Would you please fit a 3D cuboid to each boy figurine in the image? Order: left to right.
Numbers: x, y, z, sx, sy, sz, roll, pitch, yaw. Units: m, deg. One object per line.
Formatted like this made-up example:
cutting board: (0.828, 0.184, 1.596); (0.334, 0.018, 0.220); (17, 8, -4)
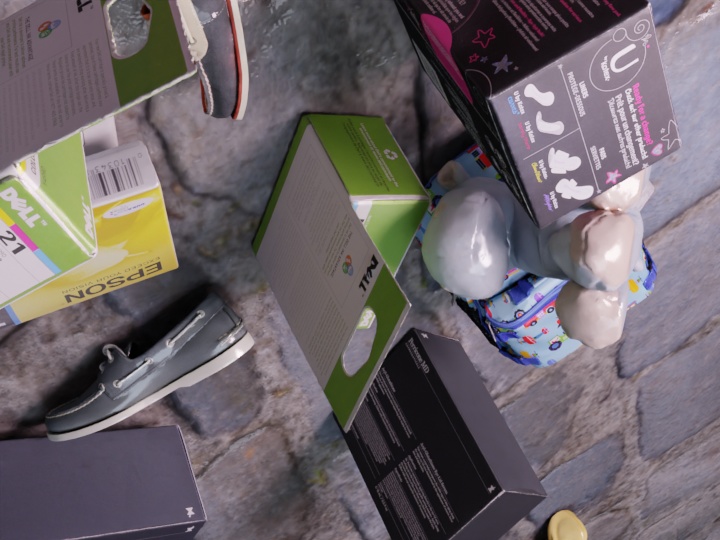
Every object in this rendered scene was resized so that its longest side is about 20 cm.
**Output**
boy figurine: (0.277, 0.428, 1.726); (0.124, 0.065, 0.201); (-11, 139, -23)

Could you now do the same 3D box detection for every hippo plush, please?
hippo plush: (0.130, -0.047, 0.878); (0.200, 0.160, 0.160); (-49, 145, -61)

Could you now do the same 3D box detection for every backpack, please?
backpack: (0.148, -0.030, 1.028); (0.182, 0.135, 0.200); (-34, 141, 6)

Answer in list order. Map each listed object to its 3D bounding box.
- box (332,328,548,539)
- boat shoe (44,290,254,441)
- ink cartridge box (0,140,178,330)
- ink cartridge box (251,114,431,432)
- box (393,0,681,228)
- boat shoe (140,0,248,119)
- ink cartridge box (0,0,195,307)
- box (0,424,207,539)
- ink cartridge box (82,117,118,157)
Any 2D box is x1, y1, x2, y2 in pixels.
box: (0.075, 0.182, 1.171); (0.079, 0.200, 0.141); (14, 128, -43)
boat shoe: (-0.191, 0.082, 1.010); (0.199, 0.073, 0.062); (-26, 101, 8)
ink cartridge box: (-0.230, -0.001, 0.833); (0.197, 0.047, 0.200); (-21, 158, -11)
ink cartridge box: (0.000, 0.000, 0.903); (0.075, 0.200, 0.148); (-4, 138, -31)
box: (0.108, -0.153, 0.782); (0.114, 0.200, 0.132); (-29, 137, 2)
boat shoe: (-0.108, -0.173, 0.733); (0.062, 0.071, 0.201); (-15, 140, -9)
ink cartridge box: (-0.171, -0.076, 0.645); (0.199, 0.148, 0.076); (-27, 134, 6)
box: (-0.270, 0.238, 1.073); (0.199, 0.104, 0.182); (-1, 143, -34)
ink cartridge box: (-0.262, -0.053, 0.795); (0.199, 0.045, 0.177); (-16, 141, -17)
